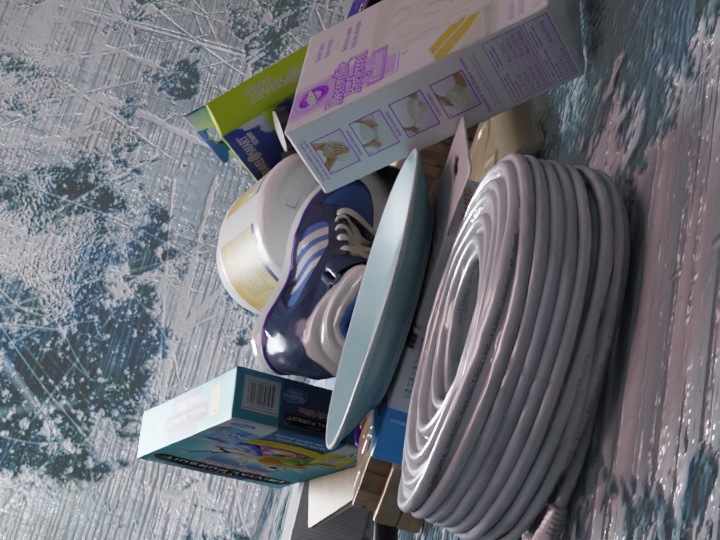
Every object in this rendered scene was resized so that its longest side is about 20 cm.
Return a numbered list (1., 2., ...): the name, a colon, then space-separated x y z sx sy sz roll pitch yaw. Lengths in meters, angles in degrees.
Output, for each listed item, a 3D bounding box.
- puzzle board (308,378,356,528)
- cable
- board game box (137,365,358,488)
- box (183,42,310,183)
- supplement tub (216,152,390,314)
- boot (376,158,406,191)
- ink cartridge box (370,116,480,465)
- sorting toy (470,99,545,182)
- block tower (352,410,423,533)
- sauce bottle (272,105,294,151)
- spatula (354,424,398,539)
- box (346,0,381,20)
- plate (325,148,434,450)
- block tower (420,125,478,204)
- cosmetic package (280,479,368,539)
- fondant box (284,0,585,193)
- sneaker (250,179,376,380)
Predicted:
1. puzzle board: -0.002 0.117 1.183 0.151 0.017 0.201 -42 39 45
2. cable: 0.074 0.039 0.668 0.200 0.069 0.201 -99 25 -79
3. board game box: -0.088 0.144 1.144 0.200 0.150 0.047 -29 50 54
4. box: -0.061 -0.161 1.277 0.048 0.199 0.122 62 -177 23
5. supplement tub: -0.060 -0.029 1.286 0.200 0.144 0.145 154 133 -67
6. boot: 0.066 -0.143 1.286 0.145 0.072 0.200 -55 8 -1
7. ink cartridge box: 0.066 0.016 0.833 0.116 0.067 0.201 -86 12 -67
8. sorting toy: 0.088 -0.033 0.977 0.185 0.036 0.201 -86 17 -67
9. block tower: 0.031 0.112 1.015 0.200 0.054 0.058 -84 12 -60
10. sauce bottle: 0.017 -0.161 1.216 0.066 0.199 0.066 161 90 -80
11. spatula: 0.021 0.178 1.015 0.021 0.056 0.201 90 -179 -49
12. box: 0.032 -0.218 1.119 0.141 0.078 0.201 162 128 -81
13. plate: 0.016 0.021 0.838 0.200 0.025 0.202 -163 90 -85
14. block tower: 0.076 -0.107 1.114 0.058 0.054 0.201 -133 58 -83
15. cosmetic package: -0.036 0.250 1.244 0.102 0.074 0.201 116 171 -62
16. fondant box: 0.052 -0.150 0.899 0.199 0.058 0.145 -24 30 22
17. sneaker: 0.000 0.000 1.063 0.146 0.081 0.201 -9 48 48
